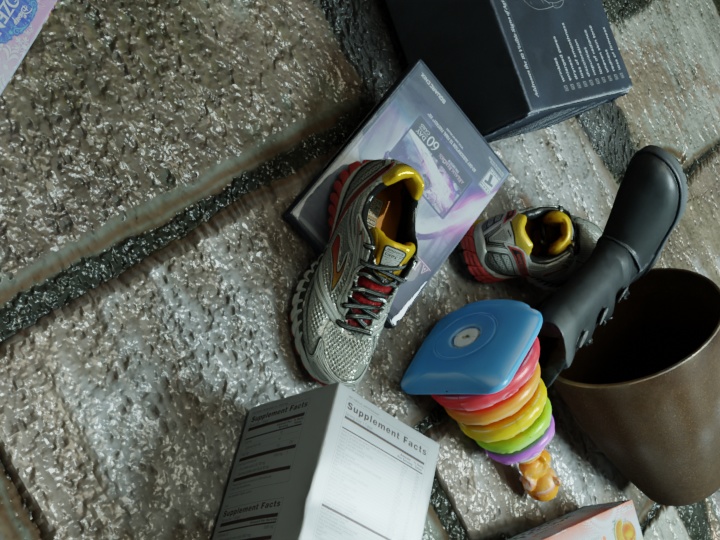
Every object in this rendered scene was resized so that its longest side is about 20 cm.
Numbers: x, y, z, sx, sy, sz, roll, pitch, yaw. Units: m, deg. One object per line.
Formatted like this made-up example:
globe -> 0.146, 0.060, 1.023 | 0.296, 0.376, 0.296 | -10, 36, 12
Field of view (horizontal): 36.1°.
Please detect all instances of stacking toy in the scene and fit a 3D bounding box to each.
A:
stacking toy -> 0.136, 0.134, 1.003 | 0.110, 0.116, 0.201 | -52, 123, -39

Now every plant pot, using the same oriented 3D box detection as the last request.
plant pot -> 0.298, 0.133, 1.114 | 0.187, 0.186, 0.201 | -52, 126, -42

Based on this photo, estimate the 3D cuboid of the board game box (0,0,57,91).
board game box -> -0.314, -0.171, 0.696 | 0.199, 0.041, 0.201 | 38, 52, -28

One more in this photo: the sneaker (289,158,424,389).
sneaker -> 0.000, 0.000, 0.904 | 0.077, 0.082, 0.202 | 17, 80, -29

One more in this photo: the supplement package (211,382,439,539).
supplement package -> -0.033, 0.200, 0.793 | 0.114, 0.109, 0.201 | 35, 53, -30

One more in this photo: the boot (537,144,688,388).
boot -> 0.221, -0.003, 1.034 | 0.200, 0.065, 0.166 | -39, 145, -31

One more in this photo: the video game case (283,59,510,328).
video game case -> 0.039, -0.070, 0.990 | 0.143, 0.019, 0.200 | 48, 64, -21

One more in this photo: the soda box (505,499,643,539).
soda box -> 0.182, 0.268, 1.011 | 0.199, 0.063, 0.069 | -7, 80, -45

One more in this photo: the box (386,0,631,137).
box -> 0.147, -0.242, 1.116 | 0.196, 0.124, 0.201 | -19, 88, -47

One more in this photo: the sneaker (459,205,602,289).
sneaker -> 0.190, -0.024, 1.104 | 0.199, 0.082, 0.078 | -5, 79, -46
